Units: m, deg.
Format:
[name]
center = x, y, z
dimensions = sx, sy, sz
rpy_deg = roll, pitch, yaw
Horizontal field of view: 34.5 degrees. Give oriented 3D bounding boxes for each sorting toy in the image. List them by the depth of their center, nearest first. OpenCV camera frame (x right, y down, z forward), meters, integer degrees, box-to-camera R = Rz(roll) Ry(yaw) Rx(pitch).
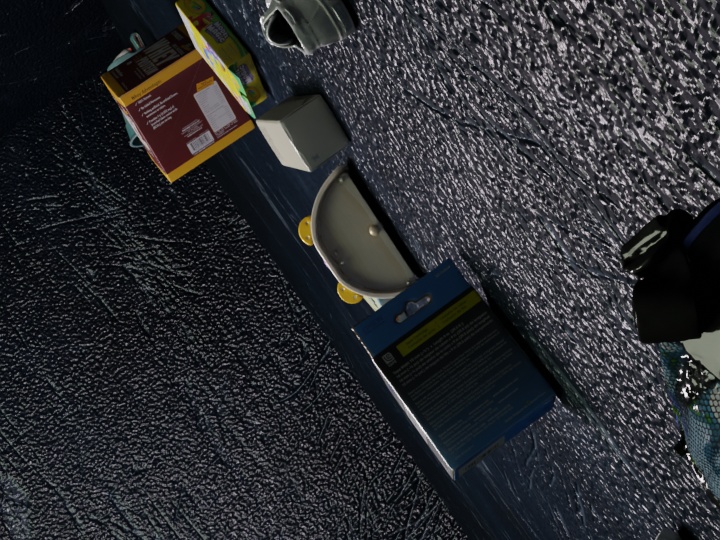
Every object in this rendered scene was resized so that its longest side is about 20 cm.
[sorting toy]
center = 0.001, -0.043, 1.667
dimensions = 0.201, 0.106, 0.180
rpy_deg = 56, -169, -1

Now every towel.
[towel]
center = -0.608, -0.607, 3.290
dimensions = 0.147, 0.022, 0.200
rpy_deg = 59, 174, -13

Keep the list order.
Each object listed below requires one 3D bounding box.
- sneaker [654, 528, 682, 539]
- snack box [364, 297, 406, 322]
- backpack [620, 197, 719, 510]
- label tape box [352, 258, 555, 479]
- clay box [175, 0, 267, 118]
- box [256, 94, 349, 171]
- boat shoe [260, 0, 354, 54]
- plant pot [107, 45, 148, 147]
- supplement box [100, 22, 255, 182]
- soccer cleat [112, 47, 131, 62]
[sneaker]
center = 0.348, 0.346, 1.205
dimensions = 0.081, 0.074, 0.201
rpy_deg = 10, 137, 36
[snack box]
center = 0.000, 0.000, 1.964
dimensions = 0.200, 0.037, 0.117
rpy_deg = 48, 170, 45
[backpack]
center = 0.194, 0.033, 0.372
dimensions = 0.147, 0.182, 0.200
rpy_deg = 53, 177, 28
[label tape box]
center = 0.106, 0.112, 1.325
dimensions = 0.201, 0.144, 0.063
rpy_deg = 54, 174, 20
[clay box]
center = -0.214, -0.342, 1.844
dimensions = 0.200, 0.047, 0.115
rpy_deg = 51, 171, 28
[box]
center = -0.082, -0.189, 1.580
dimensions = 0.083, 0.068, 0.200
rpy_deg = 58, 172, -15
[boat shoe]
center = -0.069, -0.260, 1.202
dimensions = 0.072, 0.068, 0.200
rpy_deg = 61, 171, -33
[plant pot]
center = -0.528, -0.441, 2.900
dimensions = 0.197, 0.199, 0.200
rpy_deg = 63, 173, 3
[supplement box]
center = -0.342, -0.317, 2.178
dimensions = 0.133, 0.196, 0.201
rpy_deg = 45, 166, 53
[soccer cleat]
center = -0.759, -0.661, 3.778
dimensions = 0.070, 0.077, 0.200
rpy_deg = 54, 172, 12
